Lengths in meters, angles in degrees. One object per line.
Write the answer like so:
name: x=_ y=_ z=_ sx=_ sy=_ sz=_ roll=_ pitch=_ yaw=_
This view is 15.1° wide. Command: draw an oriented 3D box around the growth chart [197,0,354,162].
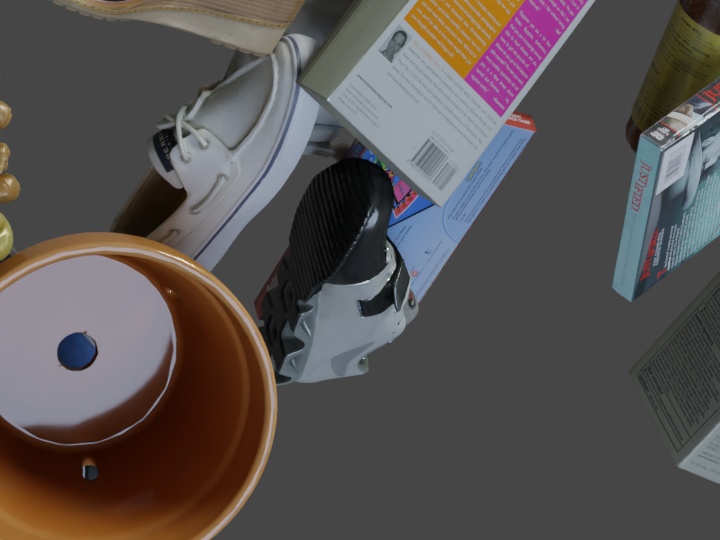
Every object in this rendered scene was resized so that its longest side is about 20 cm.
growth chart: x=-0.011 y=-0.144 z=1.642 sx=0.145 sy=0.018 sz=0.200 roll=14 pitch=123 yaw=-30

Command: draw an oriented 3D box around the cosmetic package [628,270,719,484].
cosmetic package: x=0.284 y=0.044 z=1.856 sx=0.073 sy=0.104 sz=0.200 roll=23 pitch=120 yaw=-35

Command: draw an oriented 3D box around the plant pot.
plant pot: x=-0.159 y=0.063 z=1.594 sx=0.200 sy=0.140 sz=0.200 roll=-4 pitch=106 yaw=-12

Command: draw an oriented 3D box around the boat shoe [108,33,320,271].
boat shoe: x=-0.092 y=-0.069 z=1.626 sx=0.070 sy=0.071 sz=0.200 roll=12 pitch=137 yaw=-30

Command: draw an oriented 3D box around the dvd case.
dvd case: x=0.239 y=-0.081 z=1.710 sx=0.200 sy=0.022 sz=0.146 roll=-37 pitch=151 yaw=-29

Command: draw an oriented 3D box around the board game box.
board game box: x=0.020 y=-0.033 z=1.735 sx=0.103 sy=0.019 sz=0.200 roll=11 pitch=131 yaw=-29

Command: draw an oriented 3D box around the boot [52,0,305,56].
boot: x=-0.105 y=-0.220 z=1.526 sx=0.200 sy=0.072 sz=0.166 roll=14 pitch=109 yaw=-23

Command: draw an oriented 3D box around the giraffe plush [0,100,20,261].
giraffe plush: x=-0.278 y=-0.061 z=1.509 sx=0.162 sy=0.200 sz=0.173 roll=-21 pitch=135 yaw=-41

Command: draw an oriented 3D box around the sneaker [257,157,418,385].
sneaker: x=0.000 y=0.000 z=1.701 sx=0.088 sy=0.074 sz=0.200 roll=2 pitch=144 yaw=-19

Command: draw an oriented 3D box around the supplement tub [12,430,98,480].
supplement tub: x=-0.231 y=0.135 z=1.714 sx=0.200 sy=0.123 sz=0.123 roll=8 pitch=126 yaw=-27

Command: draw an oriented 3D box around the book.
book: x=0.067 y=-0.150 z=1.597 sx=0.200 sy=0.048 sz=0.134 roll=-53 pitch=136 yaw=-4

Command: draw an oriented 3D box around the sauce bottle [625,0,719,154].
sauce bottle: x=0.226 y=-0.154 z=1.688 sx=0.066 sy=0.066 sz=0.200 roll=3 pitch=130 yaw=-22

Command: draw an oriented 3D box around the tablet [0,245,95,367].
tablet: x=-0.230 y=0.069 z=1.749 sx=0.130 sy=0.014 sz=0.200 roll=-31 pitch=133 yaw=7
